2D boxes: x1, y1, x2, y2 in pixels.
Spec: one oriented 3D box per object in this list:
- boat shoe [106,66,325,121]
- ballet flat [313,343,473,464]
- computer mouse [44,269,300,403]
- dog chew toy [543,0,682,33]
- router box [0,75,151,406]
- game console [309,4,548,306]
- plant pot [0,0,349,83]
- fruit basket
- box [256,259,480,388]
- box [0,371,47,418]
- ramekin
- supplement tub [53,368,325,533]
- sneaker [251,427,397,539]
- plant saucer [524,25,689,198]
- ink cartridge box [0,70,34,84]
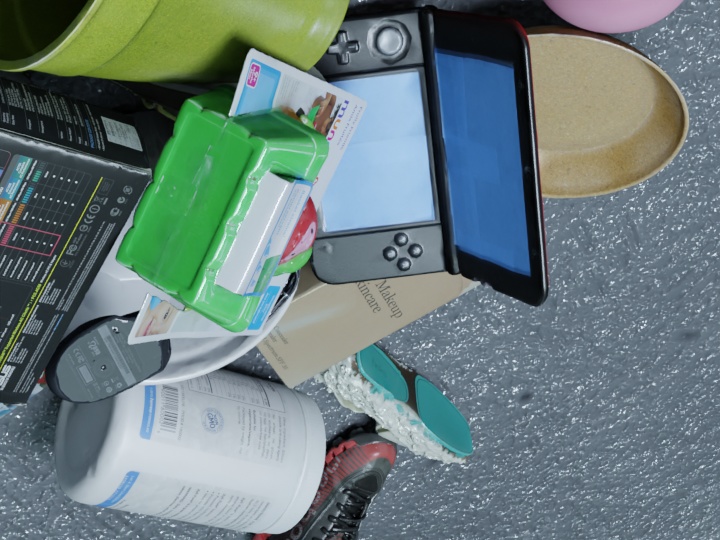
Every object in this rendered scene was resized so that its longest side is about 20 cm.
[{"bbox_3d":[-0.122,-0.133,0.916,0.200,0.073,0.060,17,141,-18],"label":"boat shoe"},{"bbox_3d":[0.027,0.120,1.220,0.072,0.072,0.200,-37,128,13],"label":"ballet flat"},{"bbox_3d":[-0.134,0.037,0.955,0.198,0.034,0.059,-24,115,-7],"label":"computer mouse"},{"bbox_3d":[0.170,-0.265,0.892,0.123,0.125,0.202,-15,126,-9],"label":"dog chew toy"},{"bbox_3d":[-0.234,-0.018,0.781,0.149,0.062,0.201,14,123,-35],"label":"router box"},{"bbox_3d":[0.035,-0.076,0.940,0.170,0.119,0.202,-7,109,2],"label":"game console"},{"bbox_3d":[-0.110,-0.196,0.802,0.192,0.201,0.201,12,126,-44],"label":"plant pot"},{"bbox_3d":[-0.061,-0.035,0.847,0.187,0.093,0.200,-64,157,6],"label":"fruit basket"},{"bbox_3d":[0.000,0.000,1.084,0.199,0.078,0.095,-30,134,6],"label":"box"},{"bbox_3d":[-0.316,0.063,1.040,0.199,0.040,0.137,-33,135,9],"label":"box"},{"bbox_3d":[-0.152,-0.022,0.985,0.198,0.106,0.202,-12,133,-13],"label":"ramekin"},{"bbox_3d":[-0.144,0.144,1.119,0.198,0.133,0.132,19,121,-33],"label":"supplement tub"},{"bbox_3d":[-0.027,0.239,1.275,0.070,0.098,0.201,25,116,-35],"label":"sneaker"},{"bbox_3d":[0.150,-0.126,1.017,0.197,0.036,0.201,7,149,4],"label":"plant saucer"},{"bbox_3d":[-0.313,-0.094,0.826,0.147,0.145,0.200,-36,133,12],"label":"ink cartridge box"}]
